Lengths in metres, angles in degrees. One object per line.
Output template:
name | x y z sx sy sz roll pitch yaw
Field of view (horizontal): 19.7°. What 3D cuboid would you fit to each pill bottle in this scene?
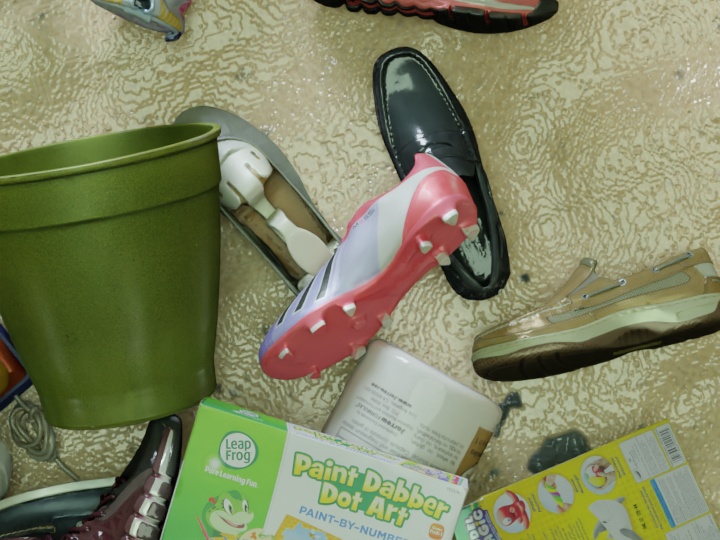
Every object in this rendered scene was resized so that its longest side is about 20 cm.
pill bottle | 0.011 0.162 1.524 0.114 0.114 0.201 29 90 0

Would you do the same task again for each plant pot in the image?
plant pot | -0.182 0.007 1.501 0.199 0.200 0.195 -10 100 0

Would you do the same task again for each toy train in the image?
toy train | -0.274 0.079 1.524 0.085 0.116 0.200 -39 89 0

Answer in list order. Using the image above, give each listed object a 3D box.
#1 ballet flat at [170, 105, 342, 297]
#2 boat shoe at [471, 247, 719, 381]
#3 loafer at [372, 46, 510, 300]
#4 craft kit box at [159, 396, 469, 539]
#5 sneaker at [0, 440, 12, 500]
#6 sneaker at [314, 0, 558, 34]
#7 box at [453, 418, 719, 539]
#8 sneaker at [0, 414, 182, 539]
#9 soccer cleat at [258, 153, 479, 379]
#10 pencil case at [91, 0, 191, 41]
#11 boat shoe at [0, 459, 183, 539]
ballet flat | -0.067 -0.048 1.552 0.067 0.064 0.200 -42 89 -1
boat shoe | 0.174 0.029 1.557 0.198 0.072 0.077 -12 75 -8
loafer | 0.063 -0.074 1.549 0.068 0.070 0.202 -21 89 -1
craft kit box | -0.045 0.213 1.450 0.198 0.049 0.199 17 92 1
sneaker | -0.301 0.142 1.482 0.072 0.201 0.085 11 60 8
sneaker | 0.054 -0.232 1.551 0.198 0.074 0.088 10 88 0
box | 0.162 0.198 1.510 0.199 0.048 0.118 -18 78 -28
sneaker | -0.200 0.185 1.470 0.115 0.076 0.201 17 74 -1
soccer cleat | 0.000 0.000 1.503 0.200 0.067 0.077 -42 48 12
pencil case | -0.139 -0.277 1.543 0.083 0.091 0.201 21 88 1
boat shoe | -0.197 0.189 1.546 0.198 0.075 0.062 -12 78 -9
